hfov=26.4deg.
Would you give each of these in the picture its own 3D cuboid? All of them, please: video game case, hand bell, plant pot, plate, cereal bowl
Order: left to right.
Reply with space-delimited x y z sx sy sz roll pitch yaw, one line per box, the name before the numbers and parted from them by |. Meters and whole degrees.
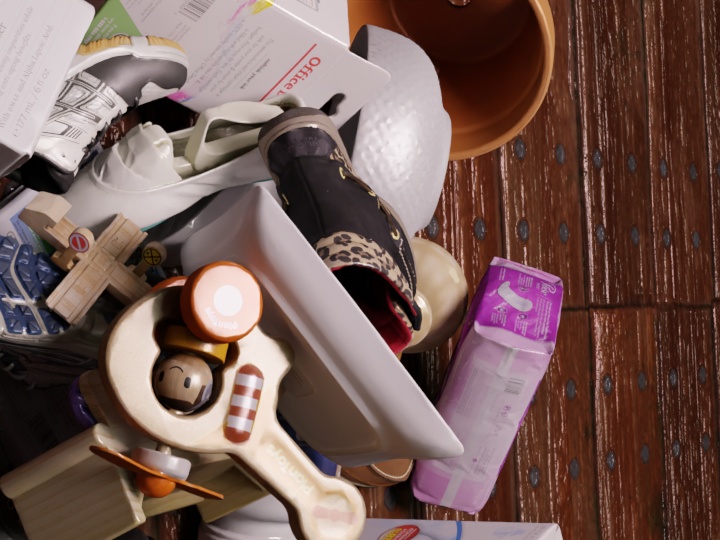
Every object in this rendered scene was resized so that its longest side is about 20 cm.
video game case | -0.198 0.038 1.051 0.182 0.022 0.200 -48 123 -44
plate | -0.039 0.051 0.974 0.032 0.200 0.200 -40 96 -20
cereal bowl | 0.019 -0.087 1.204 0.083 0.200 0.200 11 74 -9
hand bell | 0.025 0.046 1.216 0.200 0.104 0.104 -57 135 -73
plant pot | 0.073 -0.214 1.312 0.200 0.200 0.140 66 25 -25

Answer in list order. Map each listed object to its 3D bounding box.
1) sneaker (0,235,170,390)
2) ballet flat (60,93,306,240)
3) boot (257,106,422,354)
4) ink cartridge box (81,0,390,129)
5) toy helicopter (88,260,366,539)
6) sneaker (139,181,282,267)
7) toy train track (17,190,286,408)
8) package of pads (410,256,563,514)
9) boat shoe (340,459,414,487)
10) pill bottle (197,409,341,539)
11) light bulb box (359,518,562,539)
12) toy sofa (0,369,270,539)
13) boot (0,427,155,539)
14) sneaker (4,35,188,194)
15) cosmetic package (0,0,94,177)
sneaker | -0.205 0.039 0.956 0.200 0.085 0.077 17 41 -34
ballet flat | -0.120 -0.079 1.045 0.200 0.069 0.070 -20 104 -26
boot | 0.000 0.000 1.044 0.200 0.073 0.151 62 6 -45
ink cartridge box | -0.088 -0.169 1.084 0.200 0.117 0.067 26 41 -30
toy helicopter | -0.075 0.100 0.903 0.200 0.079 0.132 48 62 -15
sneaker | -0.087 -0.035 1.151 0.116 0.074 0.200 64 34 -25
toy train track | -0.123 0.016 0.958 0.200 0.033 0.115 40 33 -9
package of pads | 0.108 0.101 1.320 0.121 0.076 0.200 -71 180 -54
boat shoe | -0.009 0.117 1.252 0.200 0.074 0.076 45 53 -41
pill bottle | -0.066 0.119 1.132 0.111 0.111 0.200 3 97 -53
light bulb box | 0.040 0.292 1.198 0.198 0.200 0.125 -31 110 -50
toy sofa | -0.134 0.118 0.980 0.200 0.083 0.098 -3 66 -63
boot | -0.221 0.144 0.959 0.200 0.069 0.174 -20 103 -42
sneaker | -0.194 -0.093 0.994 0.200 0.076 0.088 -20 84 -32
cosmetic package | -0.267 -0.146 0.870 0.200 0.081 0.113 30 62 -24
